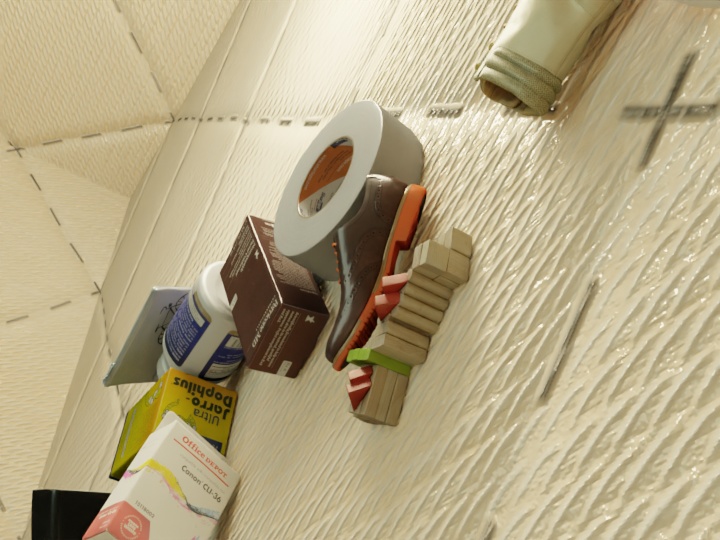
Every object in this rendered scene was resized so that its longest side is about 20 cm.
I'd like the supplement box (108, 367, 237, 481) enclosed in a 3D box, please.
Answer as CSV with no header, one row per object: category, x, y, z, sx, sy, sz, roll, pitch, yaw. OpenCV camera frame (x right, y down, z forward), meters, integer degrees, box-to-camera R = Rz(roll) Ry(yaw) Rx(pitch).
supplement box,-0.274,0.240,1.194,0.200,0.108,0.111,-40,34,48

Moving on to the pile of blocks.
pile of blocks,0.029,0.046,0.749,0.203,0.061,0.082,-64,22,6

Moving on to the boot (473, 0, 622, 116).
boot,0.149,-0.223,0.721,0.157,0.072,0.200,-58,29,14

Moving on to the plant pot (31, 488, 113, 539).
plant pot,-0.349,0.397,1.124,0.199,0.197,0.181,-26,55,57

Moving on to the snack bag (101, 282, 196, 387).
snack bag,-0.282,0.102,1.272,0.021,0.199,0.190,41,109,29

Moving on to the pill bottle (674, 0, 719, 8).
pill bottle,0.241,-0.283,0.513,0.114,0.113,0.203,13,80,68

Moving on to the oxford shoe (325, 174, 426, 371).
oxford shoe,0.000,0.000,0.819,0.071,0.071,0.203,81,-149,-73

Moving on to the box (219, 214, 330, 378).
box,-0.113,0.029,1.032,0.101,0.074,0.201,-60,34,22

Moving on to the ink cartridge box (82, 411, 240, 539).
ink cartridge box,-0.226,0.269,0.997,0.067,0.116,0.201,-30,22,39

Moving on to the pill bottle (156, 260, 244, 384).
pill bottle,-0.218,0.094,1.193,0.201,0.118,0.121,-50,27,35

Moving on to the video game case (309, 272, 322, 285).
video game case,-0.053,-0.065,1.100,0.182,0.022,0.202,-49,29,38

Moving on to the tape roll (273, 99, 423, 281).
tape roll,-0.017,-0.091,0.946,0.200,0.066,0.202,-39,34,33
